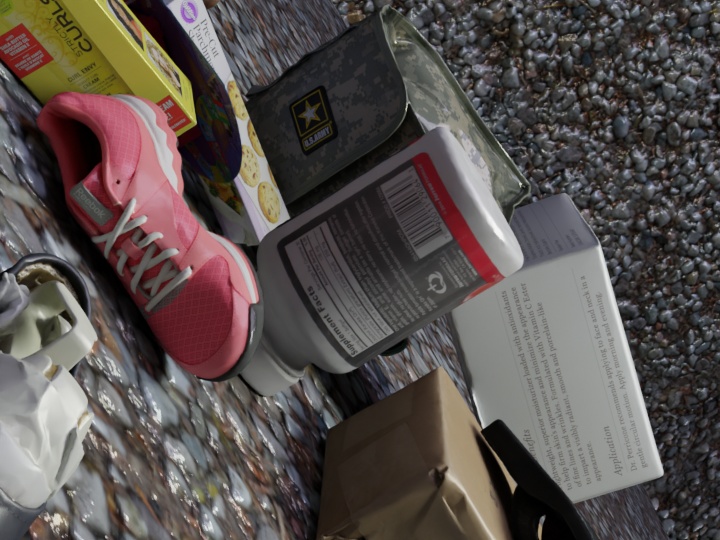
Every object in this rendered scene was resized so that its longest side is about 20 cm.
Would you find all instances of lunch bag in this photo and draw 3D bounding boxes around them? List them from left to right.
[{"bbox_3d":[0.009,-0.087,1.157,0.201,0.163,0.118,53,32,-11],"label":"lunch bag"}]

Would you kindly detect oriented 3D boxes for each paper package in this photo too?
[{"bbox_3d":[0.059,0.191,1.004,0.191,0.103,0.200,58,9,-13],"label":"paper package"}]

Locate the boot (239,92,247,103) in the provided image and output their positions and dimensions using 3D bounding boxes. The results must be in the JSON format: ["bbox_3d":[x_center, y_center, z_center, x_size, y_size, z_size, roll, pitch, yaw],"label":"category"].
[{"bbox_3d":[-0.140,-0.172,1.224,0.200,0.064,0.188,41,29,-59],"label":"boot"}]

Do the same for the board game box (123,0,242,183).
[{"bbox_3d":[-0.157,-0.138,1.028,0.201,0.039,0.158,54,-21,7],"label":"board game box"}]

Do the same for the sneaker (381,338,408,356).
[{"bbox_3d":[0.011,0.038,1.308,0.119,0.074,0.200,56,17,27],"label":"sneaker"}]

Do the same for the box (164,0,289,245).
[{"bbox_3d":[-0.109,-0.111,1.090,0.041,0.038,0.201,-45,126,-39],"label":"box"}]

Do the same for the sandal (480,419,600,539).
[{"bbox_3d":[0.124,0.173,0.981,0.076,0.048,0.201,54,-1,-29],"label":"sandal"}]

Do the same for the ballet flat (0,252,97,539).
[{"bbox_3d":[-0.133,0.047,0.554,0.073,0.073,0.200,55,10,-21],"label":"ballet flat"}]

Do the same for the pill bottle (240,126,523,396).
[{"bbox_3d":[0.000,0.000,0.990,0.111,0.199,0.111,56,10,-16],"label":"pill bottle"}]

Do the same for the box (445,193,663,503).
[{"bbox_3d":[0.147,0.065,1.211,0.200,0.130,0.200,-91,164,-75],"label":"box"}]

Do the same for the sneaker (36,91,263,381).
[{"bbox_3d":[-0.130,-0.021,0.841,0.087,0.074,0.201,12,42,-59],"label":"sneaker"}]

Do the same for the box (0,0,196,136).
[{"bbox_3d":[-0.184,-0.150,0.892,0.200,0.075,0.050,52,15,-41],"label":"box"}]

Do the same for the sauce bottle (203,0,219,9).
[{"bbox_3d":[-0.185,-0.253,1.072,0.199,0.065,0.065,20,32,-34],"label":"sauce bottle"}]
